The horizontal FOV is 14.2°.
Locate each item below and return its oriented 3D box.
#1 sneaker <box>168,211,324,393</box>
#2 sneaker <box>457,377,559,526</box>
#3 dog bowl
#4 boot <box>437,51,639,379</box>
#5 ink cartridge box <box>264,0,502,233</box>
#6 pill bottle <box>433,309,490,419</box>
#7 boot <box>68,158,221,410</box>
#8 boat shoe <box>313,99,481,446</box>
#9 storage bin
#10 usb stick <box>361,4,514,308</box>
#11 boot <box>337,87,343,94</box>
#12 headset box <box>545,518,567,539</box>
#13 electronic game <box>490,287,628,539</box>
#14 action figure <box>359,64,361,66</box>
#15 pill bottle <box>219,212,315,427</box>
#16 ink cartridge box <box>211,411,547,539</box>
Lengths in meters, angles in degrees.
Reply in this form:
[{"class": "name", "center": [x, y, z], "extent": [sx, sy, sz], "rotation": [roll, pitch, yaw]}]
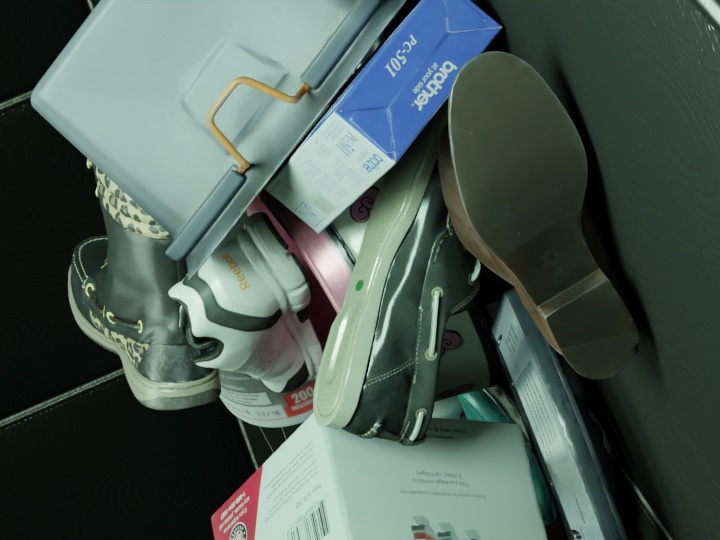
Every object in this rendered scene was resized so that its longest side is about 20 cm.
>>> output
[{"class": "sneaker", "center": [-0.072, 0.030, 1.742], "extent": [0.074, 0.080, 0.200], "rotation": [54, 172, 21]}, {"class": "sneaker", "center": [0.094, 0.150, 1.828], "extent": [0.078, 0.079, 0.200], "rotation": [-129, 18, -64]}, {"class": "dog bowl", "center": [0.000, 0.000, 1.732], "extent": [0.200, 0.074, 0.200], "rotation": [58, 171, 14]}, {"class": "boot", "center": [0.069, -0.052, 1.484], "extent": [0.200, 0.064, 0.187], "rotation": [-119, 7, -66]}, {"class": "ink cartridge box", "center": [0.009, -0.084, 1.548], "extent": [0.044, 0.094, 0.200], "rotation": [39, 165, -4]}, {"class": "pill bottle", "center": [0.034, 0.090, 1.944], "extent": [0.200, 0.113, 0.114], "rotation": [82, 163, -63]}, {"class": "boot", "center": [-0.140, -0.017, 1.825], "extent": [0.200, 0.073, 0.151], "rotation": [-125, 29, -58]}, {"class": "boat shoe", "center": [0.034, -0.002, 1.611], "extent": [0.072, 0.067, 0.201], "rotation": [-165, 92, -76]}, {"class": "storage bin", "center": [-0.083, -0.116, 1.596], "extent": [0.134, 0.200, 0.146], "rotation": [37, -168, -4]}, {"class": "usb stick", "center": [0.041, -0.075, 1.691], "extent": [0.200, 0.033, 0.055], "rotation": [66, 154, 2]}, {"class": "boot", "center": [-0.031, -0.091, 1.986], "extent": [0.200, 0.076, 0.168], "rotation": [49, 166, 46]}, {"class": "headset box", "center": [0.147, 0.255, 1.734], "extent": [0.200, 0.075, 0.149], "rotation": [59, 177, 46]}, {"class": "electronic game", "center": [0.121, 0.104, 1.639], "extent": [0.200, 0.042, 0.200], "rotation": [-21, -90, -89]}, {"class": "action figure", "center": [0.026, -0.069, 1.779], "extent": [0.200, 0.055, 0.118], "rotation": [63, 170, -4]}, {"class": "pill bottle", "center": [-0.079, 0.003, 1.977], "extent": [0.114, 0.114, 0.200], "rotation": [58, 177, 49]}, {"class": "ink cartridge box", "center": [0.021, 0.203, 1.664], "extent": [0.145, 0.144, 0.200], "rotation": [-45, 47, 46]}]
